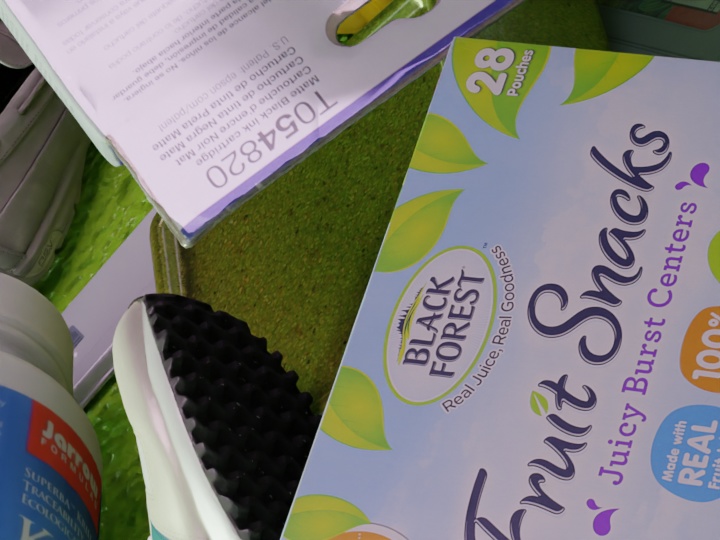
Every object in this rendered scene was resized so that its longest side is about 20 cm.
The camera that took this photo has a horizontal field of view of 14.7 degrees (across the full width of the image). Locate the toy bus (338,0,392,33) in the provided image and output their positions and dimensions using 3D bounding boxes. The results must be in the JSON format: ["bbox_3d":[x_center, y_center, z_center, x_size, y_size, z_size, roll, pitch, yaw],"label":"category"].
[{"bbox_3d":[0.023,-0.181,1.030,0.192,0.136,0.200,14,64,47],"label":"toy bus"}]

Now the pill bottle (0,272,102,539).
[{"bbox_3d":[-0.144,0.095,0.943,0.112,0.112,0.200,-29,38,25],"label":"pill bottle"}]

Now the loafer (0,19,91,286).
[{"bbox_3d":[-0.141,-0.077,1.154,0.070,0.070,0.200,-24,38,35],"label":"loafer"}]

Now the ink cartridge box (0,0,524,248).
[{"bbox_3d":[-0.022,-0.125,0.850,0.199,0.041,0.200,-35,62,-3],"label":"ink cartridge box"}]

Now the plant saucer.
[{"bbox_3d":[0.000,0.000,0.900,0.200,0.048,0.200,-40,38,25],"label":"plant saucer"}]

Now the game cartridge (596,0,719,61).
[{"bbox_3d":[0.120,-0.114,0.933,0.200,0.041,0.133,-54,30,-10],"label":"game cartridge"}]

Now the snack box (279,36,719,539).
[{"bbox_3d":[0.080,0.041,0.728,0.168,0.068,0.201,8,56,20],"label":"snack box"}]

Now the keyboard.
[{"bbox_3d":[-0.111,0.035,1.064,0.200,0.011,0.056,-49,28,-3],"label":"keyboard"}]

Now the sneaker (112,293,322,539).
[{"bbox_3d":[-0.044,0.104,0.810,0.093,0.070,0.200,-37,64,24],"label":"sneaker"}]
